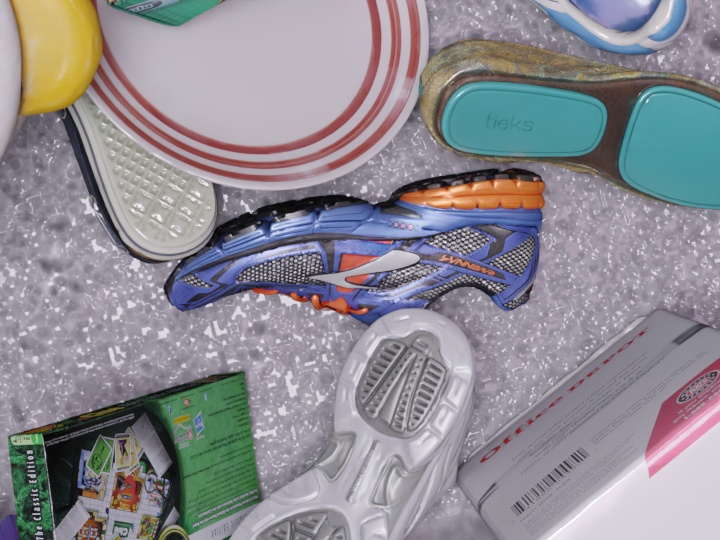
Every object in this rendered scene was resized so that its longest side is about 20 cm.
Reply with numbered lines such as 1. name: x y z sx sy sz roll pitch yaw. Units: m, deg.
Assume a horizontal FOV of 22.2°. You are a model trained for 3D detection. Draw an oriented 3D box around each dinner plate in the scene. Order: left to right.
1. dinner plate: -0.060 -0.130 0.911 0.200 0.024 0.201 8 67 -19

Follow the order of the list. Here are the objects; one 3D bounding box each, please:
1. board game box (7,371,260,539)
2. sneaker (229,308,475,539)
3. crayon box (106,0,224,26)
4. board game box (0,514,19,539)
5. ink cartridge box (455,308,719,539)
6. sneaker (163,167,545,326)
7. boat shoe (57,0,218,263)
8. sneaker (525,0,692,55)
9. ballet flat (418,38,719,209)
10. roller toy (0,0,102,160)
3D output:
1. board game box: -0.099 0.112 0.864 0.023 0.200 0.105 -8 91 22
2. sneaker: 0.004 0.119 0.913 0.078 0.099 0.200 34 88 23
3. crayon box: -0.038 -0.208 0.830 0.200 0.058 0.119 -24 75 25
4. board game box: -0.103 0.194 0.879 0.039 0.158 0.200 -32 92 4
5. ink cartridge box: 0.134 0.100 0.869 0.146 0.200 0.085 -38 98 -1
6. sneaker: 0.000 0.000 0.925 0.199 0.075 0.079 -9 95 -1
7. boat shoe: -0.123 -0.094 0.921 0.074 0.062 0.201 -14 77 -19
8. sneaker: 0.081 -0.178 0.924 0.200 0.072 0.072 31 91 0
9. ballet flat: 0.123 -0.079 0.929 0.199 0.071 0.071 9 91 -16
10. roller toy: -0.231 -0.100 0.802 0.200 0.140 0.183 36 104 -13
